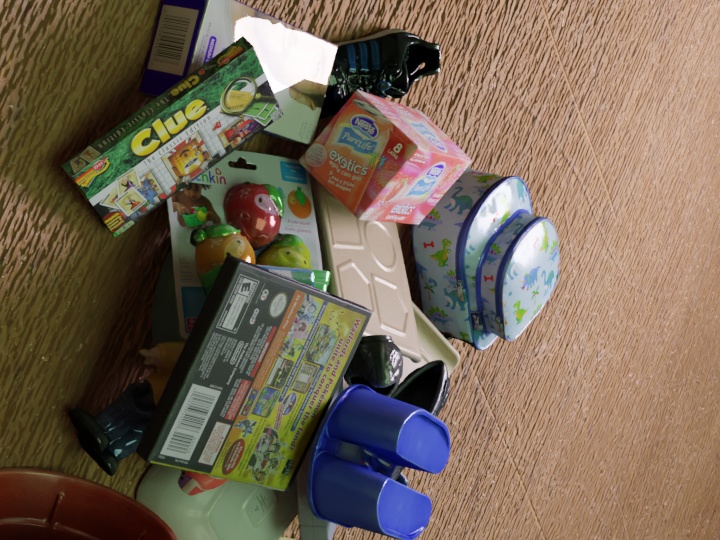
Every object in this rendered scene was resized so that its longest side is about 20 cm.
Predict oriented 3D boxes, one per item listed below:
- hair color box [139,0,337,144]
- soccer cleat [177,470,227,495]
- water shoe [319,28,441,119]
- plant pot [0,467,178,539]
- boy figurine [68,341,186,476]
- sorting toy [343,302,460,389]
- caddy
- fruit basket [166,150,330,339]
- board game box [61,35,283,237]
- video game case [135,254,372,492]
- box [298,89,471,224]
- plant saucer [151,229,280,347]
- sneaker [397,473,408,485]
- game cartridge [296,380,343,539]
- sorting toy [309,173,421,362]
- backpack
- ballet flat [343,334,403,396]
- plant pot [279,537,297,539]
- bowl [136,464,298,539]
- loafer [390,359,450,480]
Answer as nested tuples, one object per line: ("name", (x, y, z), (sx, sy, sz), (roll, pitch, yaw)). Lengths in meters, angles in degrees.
("hair color box", (-0.114, -0.198, 1.258), (0.200, 0.065, 0.109), (11, 95, -56))
("soccer cleat", (-0.126, 0.154, 1.331), (0.073, 0.068, 0.200), (-44, -173, 37))
("water shoe", (0.012, -0.217, 1.403), (0.200, 0.079, 0.072), (-37, 131, -39))
("plant pot", (-0.287, 0.309, 1.146), (0.201, 0.201, 0.195), (8, 106, -54))
("boy figurine", (-0.183, 0.110, 1.254), (0.200, 0.064, 0.124), (-37, 141, -23))
("sorting toy", (0.011, 0.121, 1.531), (0.185, 0.036, 0.200), (47, 61, -21))
("caddy", (0.011, 0.196, 1.315), (0.200, 0.105, 0.142), (42, 64, -62))
("fruit basket", (-0.105, -0.027, 1.266), (0.185, 0.094, 0.200), (6, 75, -41))
("board game box", (-0.167, -0.120, 1.176), (0.200, 0.023, 0.105), (-38, 146, -8))
("video game case", (-0.096, 0.103, 1.208), (0.181, 0.025, 0.200), (22, 94, -44))
("box", (0.032, -0.119, 1.390), (0.103, 0.095, 0.200), (-50, 165, 13))
("plant saucer", (-0.134, 0.031, 1.351), (0.200, 0.036, 0.200), (-26, 124, -46))
("sneaker", (-0.007, 0.219, 1.555), (0.200, 0.088, 0.075), (42, 72, -50))
("game cartridge", (-0.043, 0.200, 1.409), (0.133, 0.040, 0.200), (-56, 146, -70))
("sorting toy", (0.000, 0.000, 1.441), (0.200, 0.036, 0.185), (31, 44, -55))
("backpack", (0.162, -0.021, 1.629), (0.183, 0.147, 0.200), (-45, 133, -36))
("ballet flat", (0.012, 0.117, 1.390), (0.200, 0.066, 0.057), (89, 1, -73))
("plant pot", (-0.076, 0.445, 1.496), (0.200, 0.200, 0.190), (22, 99, -54))
("bowl", (-0.134, 0.244, 1.408), (0.200, 0.075, 0.200), (-49, 139, -29))
("loafer", (0.039, 0.176, 1.463), (0.201, 0.068, 0.070), (-48, 158, -38))
